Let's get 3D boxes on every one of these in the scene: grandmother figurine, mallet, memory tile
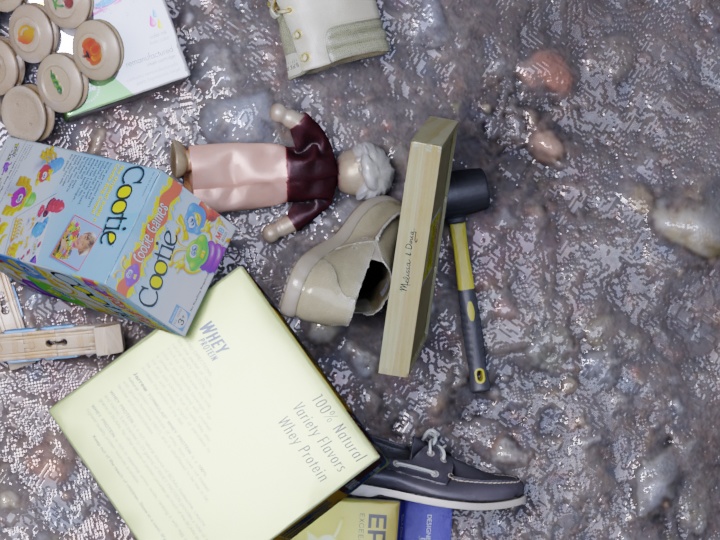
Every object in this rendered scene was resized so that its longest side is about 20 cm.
[{"bbox_3d":[-0.066,-0.088,1.737,0.198,0.061,0.122,-1,117,-12],"label":"grandmother figurine"},{"bbox_3d":[0.084,0.010,1.771,0.065,0.041,0.202,-2,94,-9],"label":"mallet"},{"bbox_3d":[-0.288,-0.221,1.660,0.153,0.017,0.201,-34,84,35],"label":"memory tile"}]

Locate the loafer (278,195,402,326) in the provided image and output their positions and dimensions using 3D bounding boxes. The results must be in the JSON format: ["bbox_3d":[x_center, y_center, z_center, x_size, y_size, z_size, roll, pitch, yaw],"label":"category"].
[{"bbox_3d":[0.000,0.000,1.688,0.068,0.200,0.076,30,125,13],"label":"loafer"}]

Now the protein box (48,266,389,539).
[{"bbox_3d":[-0.114,0.141,1.655,0.199,0.135,0.199,-37,81,-1],"label":"protein box"}]

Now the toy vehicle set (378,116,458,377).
[{"bbox_3d":[0.050,-0.022,1.688,0.026,0.124,0.202,10,104,7],"label":"toy vehicle set"}]

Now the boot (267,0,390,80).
[{"bbox_3d":[-0.078,-0.244,1.729,0.198,0.072,0.156,-10,94,-10],"label":"boot"}]

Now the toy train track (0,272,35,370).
[{"bbox_3d":[-0.321,-0.013,1.703,0.114,0.033,0.202,-18,93,-9],"label":"toy train track"}]

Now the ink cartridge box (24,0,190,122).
[{"bbox_3d":[-0.233,-0.242,1.702,0.116,0.067,0.202,-20,93,-8],"label":"ink cartridge box"}]

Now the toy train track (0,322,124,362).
[{"bbox_3d":[-0.301,0.067,1.677,0.198,0.033,0.116,-5,101,4],"label":"toy train track"}]

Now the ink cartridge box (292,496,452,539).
[{"bbox_3d":[-0.017,0.298,1.745,0.198,0.047,0.200,4,87,-7],"label":"ink cartridge box"}]

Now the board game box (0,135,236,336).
[{"bbox_3d":[-0.218,-0.030,1.621,0.103,0.199,0.106,38,73,-45],"label":"board game box"}]

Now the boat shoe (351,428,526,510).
[{"bbox_3d":[0.053,0.172,1.744,0.198,0.073,0.063,8,91,-5],"label":"boat shoe"}]
